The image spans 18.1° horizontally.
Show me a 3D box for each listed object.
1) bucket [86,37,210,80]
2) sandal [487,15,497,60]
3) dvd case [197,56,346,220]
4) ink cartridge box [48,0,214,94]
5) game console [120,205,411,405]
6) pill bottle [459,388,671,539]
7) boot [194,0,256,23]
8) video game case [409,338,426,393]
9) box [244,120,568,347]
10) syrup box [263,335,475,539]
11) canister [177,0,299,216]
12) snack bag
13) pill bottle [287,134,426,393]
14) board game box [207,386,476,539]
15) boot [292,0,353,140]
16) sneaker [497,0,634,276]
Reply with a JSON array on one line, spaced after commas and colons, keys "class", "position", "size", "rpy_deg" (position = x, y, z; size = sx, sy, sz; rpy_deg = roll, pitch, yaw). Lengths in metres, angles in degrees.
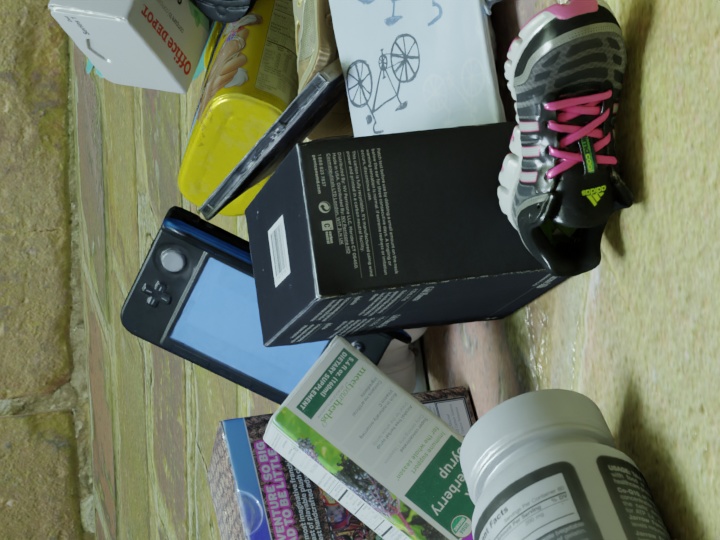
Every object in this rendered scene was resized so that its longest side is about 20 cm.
[{"class": "bucket", "position": [-0.167, -0.256, 2.189], "size": [0.207, 0.206, 0.136], "rpy_deg": [-147, 57, -72]}, {"class": "sandal", "position": [0.051, -0.124, 1.645], "size": [0.207, 0.059, 0.080], "rpy_deg": [101, 157, -52]}, {"class": "dvd case", "position": [-0.047, -0.117, 1.761], "size": [0.149, 0.016, 0.200], "rpy_deg": [-47, 0, 22]}, {"class": "ink cartridge box", "position": [-0.177, -0.276, 1.975], "size": [0.201, 0.083, 0.145], "rpy_deg": [-70, -24, -16]}, {"class": "game console", "position": [-0.076, 0.043, 1.695], "size": [0.171, 0.199, 0.119], "rpy_deg": [-61, 6, 31]}, {"class": "pill bottle", "position": [0.132, 0.177, 1.355], "size": [0.114, 0.113, 0.201], "rpy_deg": [97, 161, -45]}, {"class": "boot", "position": [-0.092, -0.333, 1.947], "size": [0.163, 0.073, 0.199], "rpy_deg": [-48, -42, -49]}, {"class": "video game case", "position": [0.024, 0.049, 1.925], "size": [0.143, 0.018, 0.202], "rpy_deg": [165, 97, -77]}, {"class": "box", "position": [0.031, -0.023, 1.522], "size": [0.200, 0.181, 0.105], "rpy_deg": [140, 123, -73]}, {"class": "syrup box", "position": [0.034, 0.144, 1.579], "size": [0.200, 0.079, 0.081], "rpy_deg": [39, 164, 4]}, {"class": "canister", "position": [-0.097, -0.163, 1.994], "size": [0.201, 0.086, 0.149], "rpy_deg": [-81, 14, -47]}, {"class": "snack bag", "position": [0.040, -0.168, 1.594], "size": [0.188, 0.021, 0.202], "rpy_deg": [-21, 77, 55]}, {"class": "pill bottle", "position": [0.000, 0.000, 1.801], "size": [0.111, 0.110, 0.202], "rpy_deg": [-138, 43, -69]}, {"class": "board game box", "position": [-0.002, 0.192, 1.723], "size": [0.097, 0.199, 0.160], "rpy_deg": [106, 154, -57]}, {"class": "boot", "position": [-0.030, -0.223, 1.898], "size": [0.201, 0.072, 0.156], "rpy_deg": [93, 165, -46]}, {"class": "sneaker", "position": [0.128, -0.072, 1.342], "size": [0.201, 0.073, 0.088], "rpy_deg": [96, 158, -48]}]
